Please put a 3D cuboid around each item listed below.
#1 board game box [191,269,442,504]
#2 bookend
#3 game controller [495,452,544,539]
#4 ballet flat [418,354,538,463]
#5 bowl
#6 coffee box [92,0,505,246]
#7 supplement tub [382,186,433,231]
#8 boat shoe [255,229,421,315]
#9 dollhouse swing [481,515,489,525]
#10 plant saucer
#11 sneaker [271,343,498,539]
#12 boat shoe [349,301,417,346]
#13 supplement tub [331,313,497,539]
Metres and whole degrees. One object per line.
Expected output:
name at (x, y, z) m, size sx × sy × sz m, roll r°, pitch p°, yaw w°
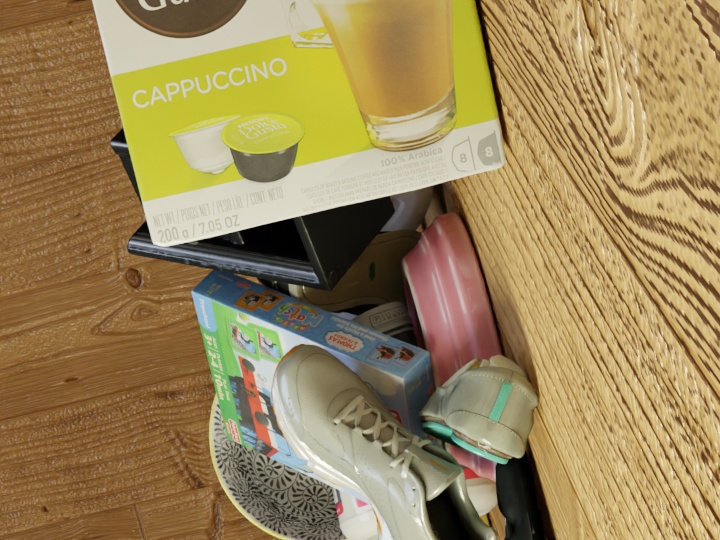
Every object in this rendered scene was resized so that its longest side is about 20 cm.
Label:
board game box at (-0.029, 0.094, 1.331) m, size 0.199 × 0.037 × 0.152 m, roll 20°, pitch 136°, yaw 33°
bookend at (-0.102, -0.102, 1.280) m, size 0.092 × 0.197 × 0.201 m, roll -50°, pitch -45°, yaw -35°
game controller at (0.116, 0.203, 1.268) m, size 0.201 × 0.042 × 0.105 m, roll 81°, pitch -170°, yaw -61°
ballet flat at (0.081, 0.087, 1.165) m, size 0.200 × 0.067 × 0.064 m, roll 140°, pitch 151°, yaw -85°
bowl at (-0.033, 0.151, 1.632) m, size 0.094 × 0.199 × 0.203 m, roll 78°, pitch 179°, yaw -75°
coffee box at (-0.044, -0.146, 1.030) m, size 0.200 × 0.198 × 0.200 m, roll -110°, pitch 7°, yaw -78°
supplement tub at (-0.021, -0.102, 1.498) m, size 0.200 × 0.144 × 0.147 m, roll -108°, pitch 5°, yaw -68°
boat shoe at (0.000, 0.000, 1.395) m, size 0.067 × 0.199 × 0.073 m, roll 9°, pitch 93°, yaw 42°
dollhouse swing at (0.062, 0.313, 1.764) m, size 0.176 × 0.180 × 0.202 m, roll 116°, pitch 145°, yaw -55°
plant saucer at (0.070, 0.060, 1.329) m, size 0.201 × 0.050 × 0.203 m, roll 167°, pitch 90°, yaw -87°
sneaker at (0.024, 0.124, 1.204) m, size 0.200 × 0.076 × 0.092 m, roll 51°, pitch 147°, yaw -2°
boat shoe at (-0.014, 0.090, 1.389) m, size 0.200 × 0.072 × 0.072 m, roll -42°, pitch 64°, yaw 59°
supplement tub at (0.031, 0.117, 1.517) m, size 0.140 × 0.139 × 0.202 m, roll 85°, pitch 172°, yaw -77°
